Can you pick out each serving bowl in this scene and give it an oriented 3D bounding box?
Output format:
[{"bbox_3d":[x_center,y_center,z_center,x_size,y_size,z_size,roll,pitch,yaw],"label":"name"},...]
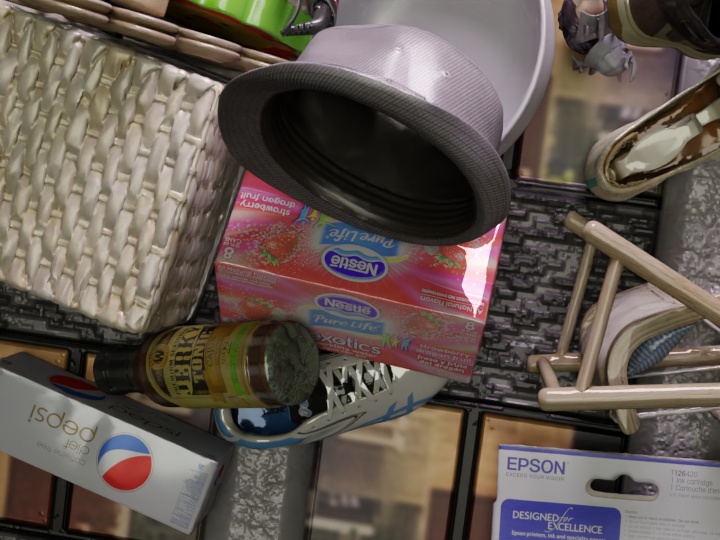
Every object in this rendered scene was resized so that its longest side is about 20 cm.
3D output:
[{"bbox_3d":[0.060,-0.158,0.865,0.198,0.066,0.203,-4,82,35],"label":"serving bowl"}]

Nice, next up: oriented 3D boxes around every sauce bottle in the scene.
[{"bbox_3d":[-0.124,0.074,0.882,0.198,0.064,0.066,-8,93,36],"label":"sauce bottle"}]

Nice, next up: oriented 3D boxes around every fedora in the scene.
[{"bbox_3d":[0.014,-0.100,0.765,0.198,0.177,0.091,20,64,10],"label":"fedora"}]

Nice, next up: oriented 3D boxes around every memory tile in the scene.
[{"bbox_3d":[-0.152,-0.170,0.828,0.198,0.153,0.017,11,99,-35],"label":"memory tile"}]

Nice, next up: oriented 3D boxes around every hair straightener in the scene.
[{"bbox_3d":[-0.039,-0.232,0.826,0.041,0.201,0.077,-17,128,25],"label":"hair straightener"}]

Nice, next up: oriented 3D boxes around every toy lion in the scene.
[{"bbox_3d":[-0.138,-0.206,0.857,0.199,0.191,0.069,20,91,36],"label":"toy lion"}]

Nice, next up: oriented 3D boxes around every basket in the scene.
[{"bbox_3d":[-0.199,-0.074,0.871,0.196,0.161,0.202,20,97,3],"label":"basket"}]

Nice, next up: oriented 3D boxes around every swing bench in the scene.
[{"bbox_3d":[0.229,0.047,0.813,0.198,0.199,0.131,15,95,5],"label":"swing bench"}]

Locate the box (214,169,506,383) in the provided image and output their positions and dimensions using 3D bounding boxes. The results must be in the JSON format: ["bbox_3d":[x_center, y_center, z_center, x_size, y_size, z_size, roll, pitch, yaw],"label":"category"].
[{"bbox_3d":[0.000,0.000,0.867,0.198,0.095,0.104,13,59,5],"label":"box"}]

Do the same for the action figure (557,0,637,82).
[{"bbox_3d":[0.153,-0.225,0.845,0.069,0.130,0.202,-21,77,-8],"label":"action figure"}]

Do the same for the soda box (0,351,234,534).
[{"bbox_3d":[-0.206,0.135,0.927,0.198,0.068,0.064,23,96,4],"label":"soda box"}]

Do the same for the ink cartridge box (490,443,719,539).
[{"bbox_3d":[0.197,0.238,0.906,0.195,0.047,0.203,4,92,7],"label":"ink cartridge box"}]

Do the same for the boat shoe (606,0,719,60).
[{"bbox_3d":[0.251,-0.182,0.810,0.064,0.199,0.074,10,108,47],"label":"boat shoe"}]

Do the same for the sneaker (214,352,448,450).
[{"bbox_3d":[-0.018,0.094,0.905,0.198,0.072,0.073,-18,90,5],"label":"sneaker"}]

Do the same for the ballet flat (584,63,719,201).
[{"bbox_3d":[0.260,-0.110,0.870,0.199,0.062,0.068,-33,90,6],"label":"ballet flat"}]
